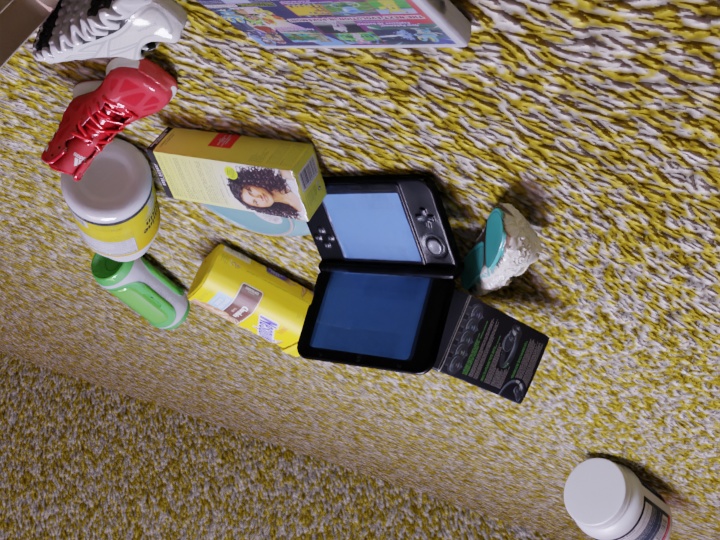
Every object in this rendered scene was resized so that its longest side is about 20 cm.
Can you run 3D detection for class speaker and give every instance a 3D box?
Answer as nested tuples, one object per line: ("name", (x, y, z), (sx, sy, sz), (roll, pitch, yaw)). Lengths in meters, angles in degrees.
("speaker", (-0.374, 0.028, 1.595), (0.087, 0.090, 0.200), (10, 157, 28))

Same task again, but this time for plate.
("plate", (-0.142, -0.087, 1.155), (0.197, 0.026, 0.201), (19, 159, 7))

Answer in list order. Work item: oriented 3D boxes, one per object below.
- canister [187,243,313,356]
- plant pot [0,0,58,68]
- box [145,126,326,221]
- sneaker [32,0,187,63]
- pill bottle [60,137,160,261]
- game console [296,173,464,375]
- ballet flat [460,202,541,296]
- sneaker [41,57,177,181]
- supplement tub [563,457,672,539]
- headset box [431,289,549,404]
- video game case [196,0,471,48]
("canister", (-0.154, 0.046, 1.421), (0.198, 0.088, 0.148), (28, 159, -15))
("plant pot", (-0.344, -0.230, 0.698), (0.177, 0.201, 0.199), (40, 155, -17))
("box", (-0.139, -0.109, 1.031), (0.197, 0.050, 0.076), (11, 139, 28))
("sneaker", (-0.234, -0.219, 0.848), (0.198, 0.076, 0.081), (-1, 160, 46))
("pill bottle", (-0.320, -0.082, 1.215), (0.110, 0.113, 0.200), (21, 161, 0))
("game console", (0.000, 0.000, 1.011), (0.198, 0.116, 0.178), (3, 126, 40))
("ballet flat", (0.155, -0.022, 0.982), (0.071, 0.073, 0.200), (21, 165, -1))
("sneaker", (-0.268, -0.150, 0.983), (0.078, 0.117, 0.199), (32, 158, -28))
("supplement tub", (0.475, 0.439, 1.713), (0.139, 0.142, 0.199), (0, 152, 45))
("headset box", (0.096, 0.068, 1.107), (0.173, 0.094, 0.199), (23, 178, 42))
("video game case", (-0.042, -0.207, 0.679), (0.197, 0.023, 0.182), (8, 173, 31))
